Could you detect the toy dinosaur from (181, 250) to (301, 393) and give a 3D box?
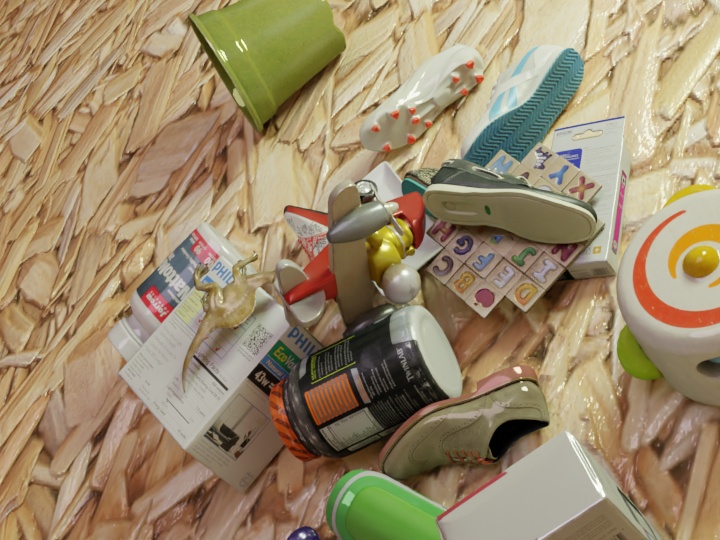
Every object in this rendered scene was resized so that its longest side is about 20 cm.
[{"bbox_3d":[-0.164,0.040,1.387,0.200,0.058,0.101,-43,44,1],"label":"toy dinosaur"}]

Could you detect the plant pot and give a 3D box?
[{"bbox_3d":[-0.129,-0.340,1.755,0.183,0.201,0.201,-33,43,-4],"label":"plant pot"}]

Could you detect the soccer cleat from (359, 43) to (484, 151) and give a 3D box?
[{"bbox_3d":[0.079,-0.232,1.588,0.199,0.069,0.078,-36,38,-1],"label":"soccer cleat"}]

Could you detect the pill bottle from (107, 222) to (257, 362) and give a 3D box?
[{"bbox_3d":[-0.237,0.046,1.578,0.200,0.120,0.120,-45,43,0],"label":"pill bottle"}]

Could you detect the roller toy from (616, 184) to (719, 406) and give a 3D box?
[{"bbox_3d":[0.345,0.020,1.129,0.181,0.140,0.201,19,70,44],"label":"roller toy"}]

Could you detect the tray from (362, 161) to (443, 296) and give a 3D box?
[{"bbox_3d":[0.036,-0.053,1.512,0.107,0.022,0.200,-41,43,6],"label":"tray"}]

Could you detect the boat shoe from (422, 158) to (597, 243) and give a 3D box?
[{"bbox_3d":[0.171,-0.082,1.310,0.198,0.072,0.068,14,51,24],"label":"boat shoe"}]

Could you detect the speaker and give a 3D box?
[{"bbox_3d":[0.055,0.274,1.202,0.199,0.088,0.089,20,72,45],"label":"speaker"}]

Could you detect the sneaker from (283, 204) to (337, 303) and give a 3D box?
[{"bbox_3d":[-0.050,-0.020,1.511,0.201,0.067,0.109,17,96,55],"label":"sneaker"}]

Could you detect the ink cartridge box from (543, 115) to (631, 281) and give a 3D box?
[{"bbox_3d":[0.256,-0.082,1.354,0.094,0.037,0.202,-7,57,34],"label":"ink cartridge box"}]

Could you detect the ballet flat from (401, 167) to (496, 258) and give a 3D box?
[{"bbox_3d":[0.129,-0.071,1.423,0.075,0.068,0.200,-23,44,-23],"label":"ballet flat"}]

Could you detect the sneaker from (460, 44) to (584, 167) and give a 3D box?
[{"bbox_3d":[0.192,-0.199,1.473,0.200,0.077,0.081,-47,34,-11],"label":"sneaker"}]

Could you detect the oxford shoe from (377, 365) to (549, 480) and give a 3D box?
[{"bbox_3d":[0.108,0.177,1.247,0.199,0.070,0.075,-34,50,14],"label":"oxford shoe"}]

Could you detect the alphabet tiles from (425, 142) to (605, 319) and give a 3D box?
[{"bbox_3d":[0.173,-0.047,1.335,0.200,0.006,0.166,-48,57,-2],"label":"alphabet tiles"}]

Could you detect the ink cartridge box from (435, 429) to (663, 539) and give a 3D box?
[{"bbox_3d":[0.180,0.250,1.037,0.147,0.200,0.086,-36,42,9],"label":"ink cartridge box"}]

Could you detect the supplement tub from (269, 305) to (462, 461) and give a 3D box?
[{"bbox_3d":[0.004,0.132,1.322,0.199,0.123,0.123,-26,46,19],"label":"supplement tub"}]

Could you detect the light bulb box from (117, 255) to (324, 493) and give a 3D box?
[{"bbox_3d":[-0.159,0.124,1.452,0.200,0.125,0.198,-48,42,-6],"label":"light bulb box"}]

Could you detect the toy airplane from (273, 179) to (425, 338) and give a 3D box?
[{"bbox_3d":[0.000,0.000,1.323,0.140,0.199,0.201,29,101,28],"label":"toy airplane"}]

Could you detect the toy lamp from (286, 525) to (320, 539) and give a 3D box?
[{"bbox_3d":[-0.003,0.329,1.225,0.199,0.058,0.059,18,70,45],"label":"toy lamp"}]
